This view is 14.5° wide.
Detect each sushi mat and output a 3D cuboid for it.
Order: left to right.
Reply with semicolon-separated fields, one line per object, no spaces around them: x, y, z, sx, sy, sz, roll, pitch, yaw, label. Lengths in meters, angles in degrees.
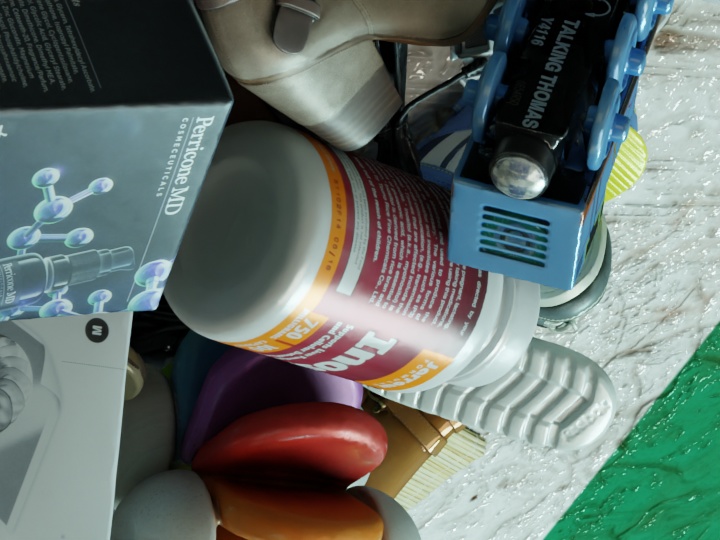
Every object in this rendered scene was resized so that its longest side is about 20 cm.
0.005;0.119;1.861;0.096;0.012;0.200;-39;149;12;sushi mat

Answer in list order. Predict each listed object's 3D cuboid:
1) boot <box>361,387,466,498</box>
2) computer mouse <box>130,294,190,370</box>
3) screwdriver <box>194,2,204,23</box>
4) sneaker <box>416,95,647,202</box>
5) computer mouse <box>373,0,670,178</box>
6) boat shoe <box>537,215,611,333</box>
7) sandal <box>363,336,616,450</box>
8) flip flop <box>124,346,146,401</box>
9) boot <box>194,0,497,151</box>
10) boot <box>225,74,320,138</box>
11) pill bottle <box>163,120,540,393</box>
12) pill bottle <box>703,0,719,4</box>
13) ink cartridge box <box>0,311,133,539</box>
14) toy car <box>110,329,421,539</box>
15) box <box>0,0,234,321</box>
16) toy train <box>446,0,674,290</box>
0.018;0.109;1.683;0.154;0.200;0.074;-27;134;3;boot
-0.141;0.093;1.650;0.138;0.053;0.200;-1;137;-43;computer mouse
-0.008;-0.147;1.461;0.200;0.028;0.029;-17;117;-29;screwdriver
0.073;-0.060;1.607;0.200;0.082;0.074;-21;137;25;sneaker
0.082;-0.125;1.537;0.200;0.044;0.110;-27;113;-16;computer mouse
0.115;0.000;1.629;0.073;0.200;0.062;-34;105;0;boat shoe
0.053;0.045;1.644;0.202;0.050;0.083;30;110;-10;sandal
-0.212;0.065;1.484;0.199;0.058;0.081;-1;151;-12;flip flop
-0.004;-0.163;1.387;0.146;0.070;0.200;54;53;-34;boot
-0.086;-0.012;1.512;0.200;0.069;0.188;-34;152;-5;boot
0.000;0.000;1.458;0.200;0.113;0.113;18;123;-45;pill bottle
0.174;-0.228;1.418;0.120;0.120;0.200;-35;150;4;pill bottle
-0.219;0.097;1.404;0.199;0.200;0.041;7;171;-19;ink cartridge box
-0.051;0.100;1.537;0.175;0.200;0.150;6;128;-28;toy car
-0.182;-0.060;1.318;0.199;0.107;0.149;-5;140;-27;box
0.101;-0.088;1.440;0.200;0.086;0.114;-67;168;-45;toy train
